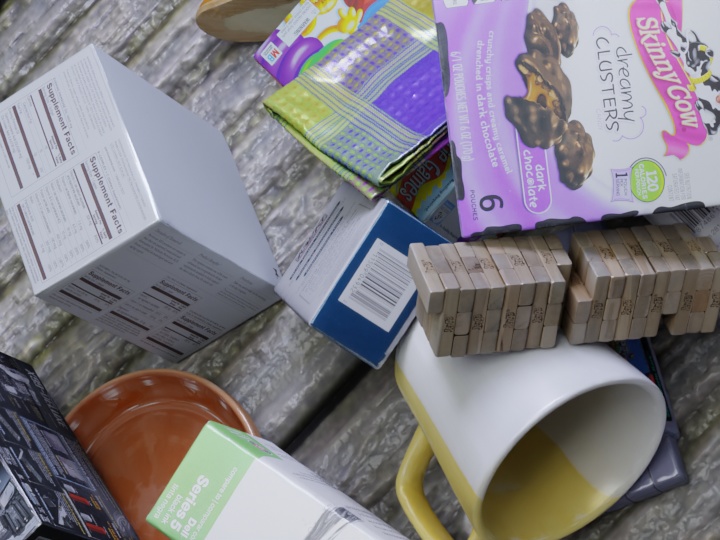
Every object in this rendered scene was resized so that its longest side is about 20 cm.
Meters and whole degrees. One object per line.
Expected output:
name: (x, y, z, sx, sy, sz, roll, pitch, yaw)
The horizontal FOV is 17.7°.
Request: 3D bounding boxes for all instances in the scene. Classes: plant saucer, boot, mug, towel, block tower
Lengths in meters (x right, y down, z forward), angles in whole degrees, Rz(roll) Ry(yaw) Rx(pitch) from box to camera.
plant saucer: (-0.154, 0.174, 1.716, 0.199, 0.032, 0.201, -8, 70, 23)
boot: (-0.038, -0.266, 1.782, 0.200, 0.071, 0.145, -16, 61, 20)
mug: (0.085, 0.091, 1.533, 0.186, 0.149, 0.153, -40, 54, 2)
towel: (0.043, -0.144, 1.581, 0.200, 0.023, 0.144, -40, 47, -10)
block tower: (0.129, 0.012, 1.472, 0.199, 0.058, 0.054, -3, 35, -15)

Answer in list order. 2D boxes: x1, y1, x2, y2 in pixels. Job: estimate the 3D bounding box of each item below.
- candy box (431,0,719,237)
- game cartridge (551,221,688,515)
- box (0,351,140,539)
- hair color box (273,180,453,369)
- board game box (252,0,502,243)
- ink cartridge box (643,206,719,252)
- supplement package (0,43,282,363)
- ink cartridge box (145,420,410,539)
candy box: (0.154, -0.117, 1.471, 0.199, 0.072, 0.169, -7, 93, 8)
game cartridge: (0.143, 0.073, 1.606, 0.129, 0.038, 0.201, -25, 65, 21)
box: (-0.250, 0.136, 1.666, 0.050, 0.158, 0.200, -41, 62, 8)
hair color box: (0.000, 0.000, 1.606, 0.060, 0.200, 0.100, 33, 90, -11)
board game box: (0.035, -0.117, 1.673, 0.103, 0.105, 0.200, -48, 60, 5)
ink cartridge box: (0.227, -0.101, 1.542, 0.200, 0.084, 0.146, 45, 98, 2)
supplement package: (-0.165, -0.045, 1.690, 0.111, 0.200, 0.156, -30, 64, 14)
ink cartridge box: (-0.026, 0.195, 1.564, 0.200, 0.145, 0.084, 33, 89, 19)
